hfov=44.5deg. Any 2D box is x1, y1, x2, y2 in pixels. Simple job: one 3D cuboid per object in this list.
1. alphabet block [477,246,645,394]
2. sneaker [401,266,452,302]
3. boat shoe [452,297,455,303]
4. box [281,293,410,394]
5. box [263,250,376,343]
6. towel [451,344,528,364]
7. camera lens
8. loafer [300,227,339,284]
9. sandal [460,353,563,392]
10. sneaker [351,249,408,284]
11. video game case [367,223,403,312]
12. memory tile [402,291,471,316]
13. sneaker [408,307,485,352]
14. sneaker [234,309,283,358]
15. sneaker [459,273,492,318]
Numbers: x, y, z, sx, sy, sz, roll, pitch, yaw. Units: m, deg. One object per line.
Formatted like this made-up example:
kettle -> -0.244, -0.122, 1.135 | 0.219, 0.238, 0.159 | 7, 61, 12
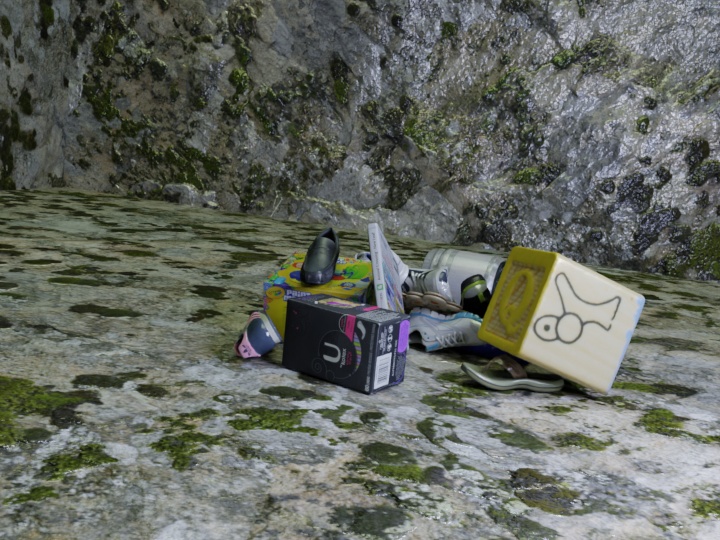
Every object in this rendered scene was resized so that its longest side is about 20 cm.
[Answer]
alphabet block -> 0.361, 0.087, 1.606 | 0.197, 0.199, 0.196 | 24, -3, -16
sneaker -> 0.124, 0.034, 1.849 | 0.127, 0.081, 0.199 | -10, 8, 4
boat shoe -> 0.168, 0.100, 1.979 | 0.068, 0.057, 0.200 | -26, -1, -15
box -> -0.027, 0.120, 1.506 | 0.197, 0.125, 0.105 | 12, 11, 34
box -> -0.069, 0.059, 1.741 | 0.196, 0.125, 0.193 | 7, 20, 13
towel -> 0.276, 0.144, 1.835 | 0.197, 0.051, 0.147 | 12, 11, 29
camera lens -> 0.256, 0.036, 2.138 | 0.196, 0.164, 0.159 | 11, 10, 23
loafer -> -0.077, -0.028, 1.692 | 0.066, 0.072, 0.201 | 5, 20, 6
sandal -> 0.272, 0.179, 1.580 | 0.196, 0.059, 0.080 | 6, 11, -14
sneaker -> 0.000, 0.000, 1.846 | 0.196, 0.088, 0.075 | -17, 43, 17
video game case -> 0.053, 0.036, 1.657 | 0.022, 0.186, 0.200 | -11, -24, 10
memory tile -> 0.133, 0.078, 1.837 | 0.152, 0.017, 0.198 | 30, -20, -38
sneaker -> 0.169, 0.133, 1.761 | 0.197, 0.076, 0.087 | 2, 40, 36
sneaker -> -0.196, 0.119, 1.591 | 0.081, 0.071, 0.200 | -33, 3, -12
sneaker -> 0.250, 0.085, 1.850 | 0.071, 0.084, 0.201 | -26, -29, 3
